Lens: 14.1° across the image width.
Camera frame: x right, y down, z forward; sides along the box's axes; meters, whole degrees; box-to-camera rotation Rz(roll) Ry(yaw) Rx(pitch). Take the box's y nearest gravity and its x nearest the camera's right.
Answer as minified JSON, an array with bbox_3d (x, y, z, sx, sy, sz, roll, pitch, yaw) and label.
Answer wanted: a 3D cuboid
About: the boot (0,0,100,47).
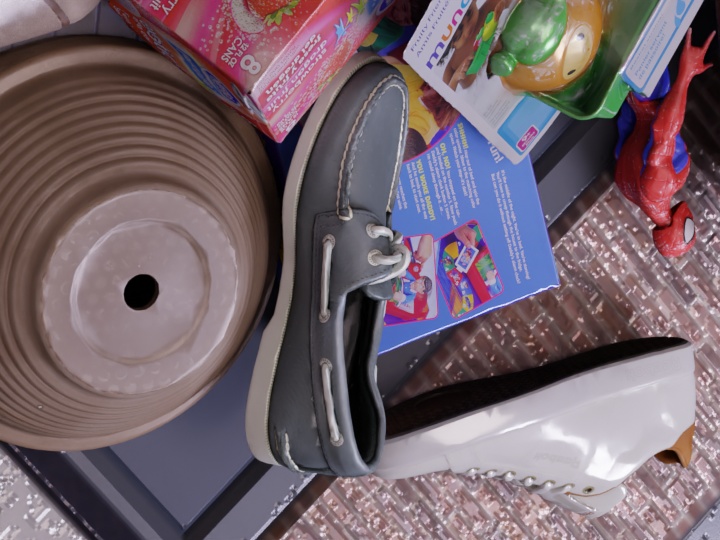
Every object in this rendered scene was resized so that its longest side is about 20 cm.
[{"bbox_3d":[-0.158,-0.185,1.258,0.146,0.070,0.201,-39,143,-26],"label":"boot"}]

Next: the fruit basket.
[{"bbox_3d":[0.099,-0.148,1.346,0.093,0.200,0.186,29,87,17],"label":"fruit basket"}]

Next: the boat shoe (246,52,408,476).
[{"bbox_3d":[0.000,0.000,1.367,0.073,0.062,0.201,4,100,-58],"label":"boat shoe"}]

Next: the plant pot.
[{"bbox_3d":[-0.118,-0.003,1.348,0.200,0.093,0.202,-9,109,-26],"label":"plant pot"}]

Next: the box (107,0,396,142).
[{"bbox_3d":[-0.018,-0.171,1.312,0.100,0.096,0.200,37,84,13],"label":"box"}]

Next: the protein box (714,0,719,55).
[{"bbox_3d":[0.296,-0.102,1.493,0.198,0.134,0.201,-18,106,-44],"label":"protein box"}]

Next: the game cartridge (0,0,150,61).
[{"bbox_3d":[-0.123,-0.192,1.349,0.129,0.038,0.201,0,110,-21],"label":"game cartridge"}]

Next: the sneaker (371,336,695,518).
[{"bbox_3d":[0.092,0.094,1.487,0.199,0.073,0.085,-12,100,-25],"label":"sneaker"}]

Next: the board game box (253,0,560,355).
[{"bbox_3d":[0.012,-0.067,1.442,0.134,0.045,0.201,-20,105,-22],"label":"board game box"}]

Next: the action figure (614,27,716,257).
[{"bbox_3d":[0.148,-0.105,1.491,0.051,0.065,0.201,-10,100,-16],"label":"action figure"}]
